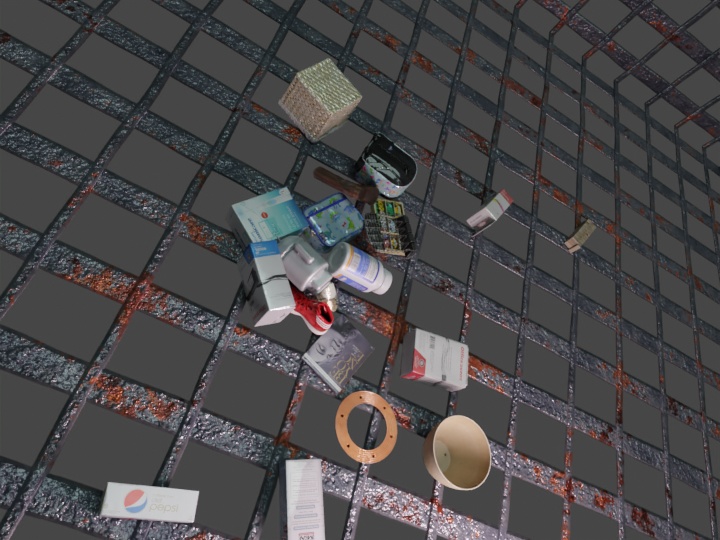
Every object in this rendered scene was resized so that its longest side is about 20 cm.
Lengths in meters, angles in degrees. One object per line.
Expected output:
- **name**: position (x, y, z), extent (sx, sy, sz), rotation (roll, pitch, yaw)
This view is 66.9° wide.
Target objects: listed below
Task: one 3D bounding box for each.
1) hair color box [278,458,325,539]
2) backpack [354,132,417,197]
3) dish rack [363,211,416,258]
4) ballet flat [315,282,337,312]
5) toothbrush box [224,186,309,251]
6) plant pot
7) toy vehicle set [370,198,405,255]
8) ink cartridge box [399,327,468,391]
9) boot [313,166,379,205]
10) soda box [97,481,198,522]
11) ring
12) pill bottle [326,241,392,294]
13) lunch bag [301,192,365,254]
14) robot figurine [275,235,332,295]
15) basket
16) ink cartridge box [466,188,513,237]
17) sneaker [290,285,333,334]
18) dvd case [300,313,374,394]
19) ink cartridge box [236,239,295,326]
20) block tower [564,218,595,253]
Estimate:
- **hair color box**: position (-0.149, 0.583, 1.372), extent (0.099, 0.061, 0.201), rotation (7, 63, -27)
- **backpack**: position (0.091, -0.356, 1.909), extent (0.200, 0.151, 0.178), rotation (32, 57, -4)
- **dish rack**: position (0.094, -0.120, 1.815), extent (0.199, 0.055, 0.154), rotation (0, 66, -35)
- **ballet flat**: position (-0.118, 0.029, 1.649), extent (0.068, 0.075, 0.201), rotation (-20, 78, -34)
- **toothbrush box**: position (-0.280, -0.147, 1.636), extent (0.200, 0.085, 0.147), rotation (-26, 82, -35)
- **plant pot**: position (0.257, 0.534, 1.583), extent (0.199, 0.134, 0.201), rotation (13, 61, -25)
- **toy vehicle set**: position (0.102, -0.153, 1.894), extent (0.124, 0.027, 0.201), rotation (6, 65, -28)
- **ink cartridge box**: position (0.234, 0.285, 1.722), extent (0.199, 0.083, 0.147), rotation (20, 59, -20)
- **boot**: position (-0.050, -0.289, 1.836), extent (0.199, 0.064, 0.186), rotation (26, 8, 22)
- **soda box**: position (-0.471, 0.519, 1.216), extent (0.199, 0.064, 0.068), rotation (16, 60, -22)
- **ring**: position (0.016, 0.446, 1.559), extent (0.200, 0.019, 0.201), rotation (12, 62, -24)
- **pill bottle**: position (0.000, 0.000, 1.699), extent (0.200, 0.112, 0.113), rotation (28, 55, -33)
- **lunch bag**: position (-0.096, -0.154, 1.749), extent (0.200, 0.082, 0.161), rotation (-30, 81, -38)
- **robot figurine**: position (-0.173, -0.020, 1.572), extent (0.200, 0.170, 0.113), rotation (44, 59, 8)
- **basket**: position (-0.136, -0.588, 1.887), extent (0.200, 0.161, 0.198), rotation (49, 52, -2)
- **ink cartridge box**: position (0.489, -0.220, 2.093), extent (0.068, 0.116, 0.200), rotation (48, 52, -2)
- **sneaker**: position (-0.154, 0.091, 1.570), extent (0.200, 0.116, 0.078), rotation (39, 54, -4)
- **dvd case**: position (-0.064, 0.244, 1.613), extent (0.149, 0.016, 0.200), rotation (46, 53, -3)
- **ink cartridge box**: position (-0.265, 0.037, 1.517), extent (0.084, 0.145, 0.201), rotation (-10, 72, -31)
- **block tower**: position (0.956, -0.155, 2.370), extent (0.058, 0.054, 0.200), rotation (49, 53, 0)
